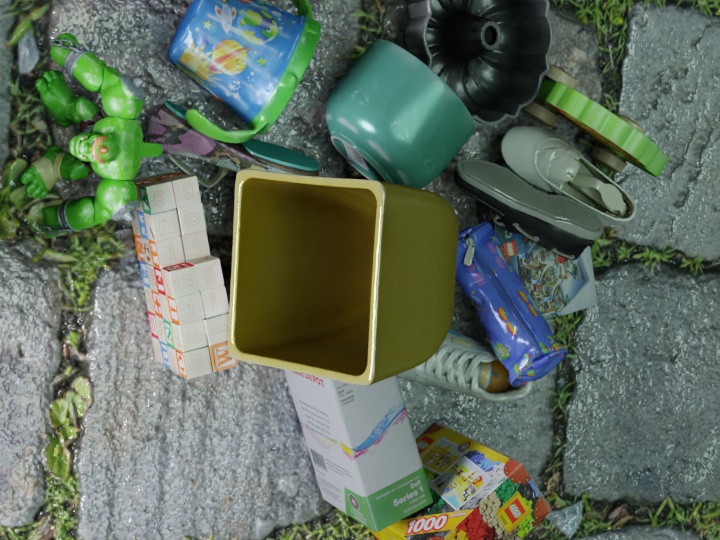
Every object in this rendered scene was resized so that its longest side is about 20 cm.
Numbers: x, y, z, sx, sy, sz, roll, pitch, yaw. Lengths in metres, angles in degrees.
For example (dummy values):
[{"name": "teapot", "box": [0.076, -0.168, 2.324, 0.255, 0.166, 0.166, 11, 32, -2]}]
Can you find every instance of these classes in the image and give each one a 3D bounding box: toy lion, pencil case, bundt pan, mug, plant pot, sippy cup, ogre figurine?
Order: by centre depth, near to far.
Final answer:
[{"name": "ogre figurine", "box": [-0.272, -0.132, 1.379, 0.098, 0.118, 0.203, 29, 73, -61]}, {"name": "plant pot", "box": [0.000, 0.000, 1.416, 0.199, 0.194, 0.197, -3, 99, -53]}, {"name": "sippy cup", "box": [-0.129, -0.234, 1.438, 0.129, 0.179, 0.140, 27, 122, -16]}, {"name": "mug", "box": [0.045, -0.152, 1.515, 0.115, 0.152, 0.185, -49, 114, -8]}, {"name": "bundt pan", "box": [0.127, -0.270, 1.570, 0.200, 0.075, 0.205, -6, 99, -37]}, {"name": "pencil case", "box": [0.163, 0.036, 1.592, 0.077, 0.087, 0.202, -30, 77, 0]}, {"name": "toy lion", "box": [0.290, -0.165, 1.601, 0.199, 0.192, 0.069, 29, 98, -29]}]

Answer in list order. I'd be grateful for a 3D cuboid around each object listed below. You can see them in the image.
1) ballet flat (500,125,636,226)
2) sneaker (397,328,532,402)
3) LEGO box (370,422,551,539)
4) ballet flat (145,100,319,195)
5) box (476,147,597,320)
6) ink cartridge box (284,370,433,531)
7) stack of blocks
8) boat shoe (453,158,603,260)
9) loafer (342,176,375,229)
[{"name": "ballet flat", "box": [0.258, -0.114, 1.629, 0.199, 0.069, 0.070, 31, 83, -26]}, {"name": "sneaker", "box": [0.115, 0.109, 1.622, 0.198, 0.081, 0.078, 13, 93, -25]}, {"name": "LEGO box", "box": [0.101, 0.273, 1.570, 0.149, 0.199, 0.078, -40, 112, -16]}, {"name": "ballet flat", "box": [-0.143, -0.120, 1.482, 0.198, 0.069, 0.072, 20, 106, -23]}, {"name": "box", "box": [0.216, -0.039, 1.676, 0.135, 0.038, 0.203, -14, 103, -24]}, {"name": "ink cartridge box", "box": [-0.008, 0.172, 1.534, 0.083, 0.144, 0.203, -22, 105, -22]}, {"name": "stack of blocks", "box": [-0.191, 0.002, 1.440, 0.058, 0.115, 0.203, -13, 102, -24]}, {"name": "boat shoe", "box": [0.190, -0.070, 1.603, 0.198, 0.074, 0.061, 20, 125, -20]}, {"name": "loafer", "box": [-0.035, -0.060, 1.540, 0.197, 0.073, 0.072, -8, 110, -20]}]
